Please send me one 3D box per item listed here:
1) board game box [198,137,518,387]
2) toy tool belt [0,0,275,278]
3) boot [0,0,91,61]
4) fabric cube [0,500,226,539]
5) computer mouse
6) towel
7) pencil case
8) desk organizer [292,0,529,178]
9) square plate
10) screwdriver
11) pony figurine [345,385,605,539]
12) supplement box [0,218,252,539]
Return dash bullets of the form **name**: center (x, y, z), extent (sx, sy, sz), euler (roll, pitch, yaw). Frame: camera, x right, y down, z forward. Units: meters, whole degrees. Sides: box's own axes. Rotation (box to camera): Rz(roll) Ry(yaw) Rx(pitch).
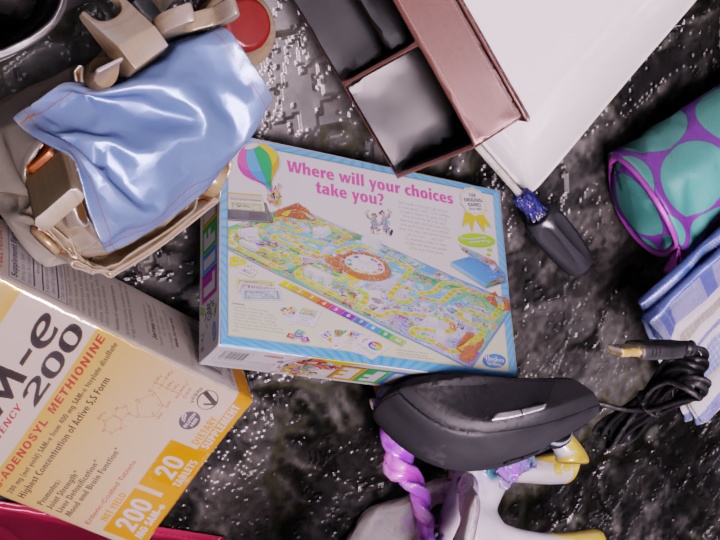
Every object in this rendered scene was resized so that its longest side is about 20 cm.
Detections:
- **board game box**: center (0.000, 0.000, 0.762), extent (0.198, 0.034, 0.136), euler (10, 64, -25)
- **toy tool belt**: center (-0.104, -0.087, 0.656), extent (0.200, 0.123, 0.125), euler (-44, 108, -19)
- **boot**: center (-0.160, -0.148, 0.629), extent (0.199, 0.132, 0.070), euler (-38, 117, -7)
- **fabric cube**: center (-0.171, 0.275, 0.736), extent (0.194, 0.200, 0.201), euler (15, 100, -26)
- **computer mouse**: center (0.114, 0.084, 0.745), extent (0.198, 0.047, 0.141), euler (5, 149, -21)
- **towel**: center (0.271, 0.027, 0.889), extent (0.147, 0.024, 0.200), euler (-42, 143, -1)
- **pencil case**: center (0.268, -0.087, 0.861), extent (0.199, 0.085, 0.093), euler (-30, 85, -10)
- **desk organizer**: center (0.008, -0.153, 0.703), extent (0.077, 0.072, 0.201), euler (-32, 101, 0)
- **square plate**: center (0.110, -0.186, 0.792), extent (0.200, 0.028, 0.198), euler (-49, 120, -1)
- **screwdriver**: center (0.093, -0.057, 0.799), extent (0.028, 0.029, 0.200), euler (-29, 132, 24)
- **pony figurine**: center (0.070, 0.168, 0.845), extent (0.199, 0.166, 0.195), euler (25, 65, -25)
- **supplement box**: center (-0.179, 0.063, 0.716), extent (0.199, 0.074, 0.126), euler (29, 107, -28)
